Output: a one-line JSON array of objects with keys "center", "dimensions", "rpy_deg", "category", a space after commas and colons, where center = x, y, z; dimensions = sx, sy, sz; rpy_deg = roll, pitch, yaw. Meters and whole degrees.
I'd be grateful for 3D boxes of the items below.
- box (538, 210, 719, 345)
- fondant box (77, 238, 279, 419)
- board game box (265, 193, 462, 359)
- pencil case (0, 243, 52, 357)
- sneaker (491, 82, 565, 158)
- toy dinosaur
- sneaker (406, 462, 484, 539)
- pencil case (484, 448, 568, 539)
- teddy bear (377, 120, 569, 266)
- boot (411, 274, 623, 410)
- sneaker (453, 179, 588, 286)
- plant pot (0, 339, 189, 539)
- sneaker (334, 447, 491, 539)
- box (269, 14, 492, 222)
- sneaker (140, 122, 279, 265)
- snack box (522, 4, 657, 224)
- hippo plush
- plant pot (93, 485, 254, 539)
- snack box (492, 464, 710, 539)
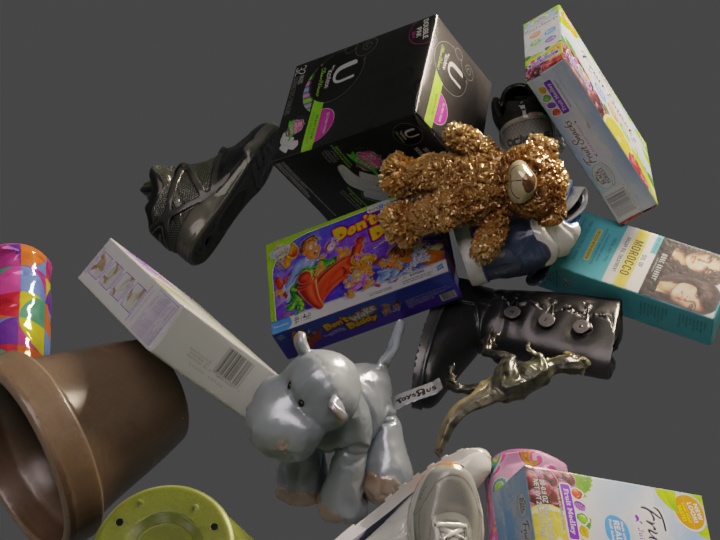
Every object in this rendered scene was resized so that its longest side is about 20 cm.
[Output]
[{"center": [0.291, 0.003, 1.632], "dimensions": [0.198, 0.049, 0.083], "rpy_deg": [19, 59, 20], "category": "box"}, {"center": [-0.185, 0.057, 1.553], "dimensions": [0.058, 0.144, 0.200], "rpy_deg": [-52, 36, -3], "category": "fondant box"}, {"center": [0.000, 0.000, 1.634], "dimensions": [0.198, 0.045, 0.135], "rpy_deg": [-20, 44, 12], "category": "board game box"}, {"center": [-0.375, 0.069, 1.654], "dimensions": [0.087, 0.089, 0.202], "rpy_deg": [-7, 52, 3], "category": "pencil case"}, {"center": [0.183, -0.165, 1.694], "dimensions": [0.073, 0.088, 0.200], "rpy_deg": [-10, 12, 8], "category": "sneaker"}, {"center": [0.131, 0.107, 1.507], "dimensions": [0.199, 0.048, 0.088], "rpy_deg": [-27, 40, -22], "category": "toy dinosaur"}, {"center": [0.083, 0.276, 1.387], "dimensions": [0.075, 0.092, 0.202], "rpy_deg": [5, 87, -13], "category": "sneaker"}, {"center": [0.149, 0.269, 1.437], "dimensions": [0.086, 0.088, 0.202], "rpy_deg": [3, 56, 10], "category": "pencil case"}, {"center": [0.108, -0.082, 1.555], "dimensions": [0.198, 0.067, 0.146], "rpy_deg": [12, 75, 22], "category": "teddy bear"}, {"center": [0.163, 0.086, 1.586], "dimensions": [0.198, 0.066, 0.166], "rpy_deg": [12, 58, 10], "category": "boot"}, {"center": [0.171, -0.064, 1.645], "dimensions": [0.145, 0.081, 0.201], "rpy_deg": [-19, 31, 8], "category": "sneaker"}, {"center": [-0.271, 0.151, 1.532], "dimensions": [0.174, 0.202, 0.200], "rpy_deg": [-26, 53, -33], "category": "plant pot"}, {"center": [0.055, 0.249, 1.462], "dimensions": [0.200, 0.076, 0.081], "rpy_deg": [-41, 65, 1], "category": "sneaker"}, {"center": [0.025, -0.163, 1.695], "dimensions": [0.199, 0.124, 0.150], "rpy_deg": [-14, 47, 34], "category": "box"}, {"center": [-0.176, -0.108, 1.759], "dimensions": [0.114, 0.076, 0.200], "rpy_deg": [29, 68, 18], "category": "sneaker"}, {"center": [0.245, -0.167, 1.649], "dimensions": [0.053, 0.201, 0.143], "rpy_deg": [-28, 26, 19], "category": "snack box"}, {"center": [-0.020, 0.148, 1.472], "dimensions": [0.199, 0.161, 0.160], "rpy_deg": [-35, 68, 5], "category": "hippo plush"}, {"center": [-0.160, 0.294, 1.391], "dimensions": [0.198, 0.194, 0.202], "rpy_deg": [-4, 53, 5], "category": "plant pot"}, {"center": [0.225, 0.274, 1.373], "dimensions": [0.198, 0.068, 0.170], "rpy_deg": [13, 52, -25], "category": "snack box"}]
